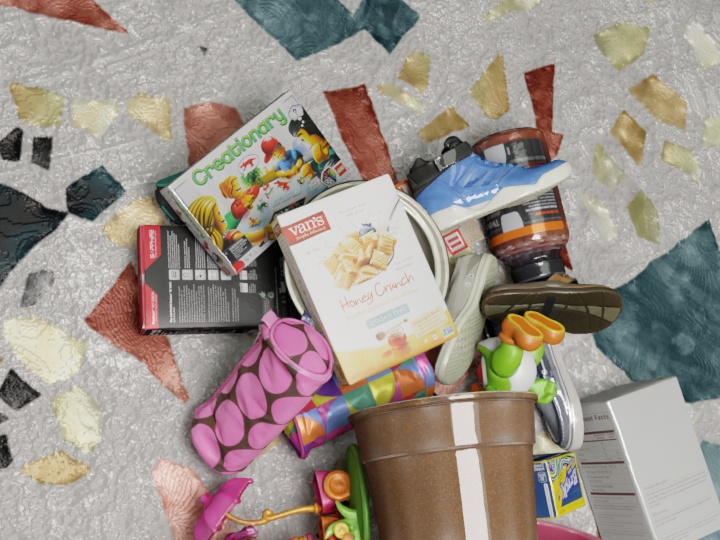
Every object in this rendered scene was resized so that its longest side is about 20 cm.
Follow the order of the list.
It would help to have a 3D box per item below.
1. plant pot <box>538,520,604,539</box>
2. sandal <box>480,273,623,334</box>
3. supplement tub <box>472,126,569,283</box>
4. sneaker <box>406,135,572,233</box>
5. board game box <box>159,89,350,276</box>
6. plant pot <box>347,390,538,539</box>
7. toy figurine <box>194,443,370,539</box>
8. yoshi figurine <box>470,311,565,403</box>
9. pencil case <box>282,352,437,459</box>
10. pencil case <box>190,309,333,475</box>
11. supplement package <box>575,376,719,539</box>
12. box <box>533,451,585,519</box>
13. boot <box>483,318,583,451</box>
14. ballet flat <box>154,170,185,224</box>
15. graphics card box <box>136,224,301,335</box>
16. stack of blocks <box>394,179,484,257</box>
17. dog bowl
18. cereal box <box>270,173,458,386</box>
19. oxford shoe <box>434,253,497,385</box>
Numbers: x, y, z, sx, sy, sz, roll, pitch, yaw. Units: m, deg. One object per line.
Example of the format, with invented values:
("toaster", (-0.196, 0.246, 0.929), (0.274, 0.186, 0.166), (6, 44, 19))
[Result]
("plant pot", (0.195, 0.398, 1.047), (0.200, 0.200, 0.179), (10, 89, -18))
("sandal", (0.246, 0.037, 1.164), (0.200, 0.082, 0.055), (2, 43, -13))
("supplement tub", (0.216, -0.082, 1.209), (0.107, 0.107, 0.200), (-8, 79, -22))
("sneaker", (0.156, -0.128, 1.128), (0.200, 0.077, 0.111), (-21, 85, 2))
("board game box", (-0.119, -0.104, 1.061), (0.200, 0.035, 0.126), (-44, 107, -25))
("plant pot", (0.094, 0.237, 0.922), (0.200, 0.200, 0.199), (1, 73, -21))
("toy figurine", (-0.088, 0.295, 0.988), (0.184, 0.150, 0.200), (-2, 61, -9))
("yoshi figurine", (0.187, 0.157, 1.100), (0.112, 0.112, 0.200), (19, 111, -6))
("pencil case", (-0.003, 0.151, 1.081), (0.200, 0.088, 0.088), (-19, 84, -23))
("pencil case", (-0.113, 0.135, 0.984), (0.094, 0.200, 0.091), (36, 29, -6))
("supplement package", (0.364, 0.252, 1.177), (0.117, 0.117, 0.200), (-14, 83, -22))
("box", (0.152, 0.253, 1.046), (0.070, 0.200, 0.064), (-2, 78, -49))
("boot", (0.220, 0.143, 1.181), (0.090, 0.073, 0.200), (-8, 71, -18))
("ballet flat", (-0.157, -0.112, 1.102), (0.200, 0.073, 0.073), (-32, 89, -31))
("graphics card box", (-0.162, 0.012, 1.073), (0.200, 0.051, 0.126), (-1, 77, -20))
("stack of blocks", (0.044, -0.043, 1.160), (0.200, 0.059, 0.115), (-29, 88, -24))
("dog bowl", (0.000, 0.000, 1.060), (0.200, 0.074, 0.200), (3, 80, -16))
("cereal box", (0.005, 0.009, 1.000), (0.144, 0.040, 0.200), (-23, 88, -20))
("oxford shoe", (0.124, 0.059, 1.152), (0.058, 0.075, 0.200), (7, 54, 23))
